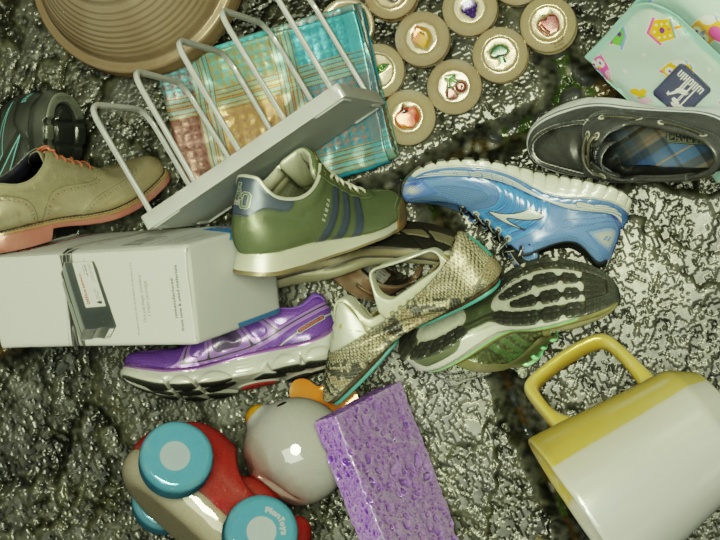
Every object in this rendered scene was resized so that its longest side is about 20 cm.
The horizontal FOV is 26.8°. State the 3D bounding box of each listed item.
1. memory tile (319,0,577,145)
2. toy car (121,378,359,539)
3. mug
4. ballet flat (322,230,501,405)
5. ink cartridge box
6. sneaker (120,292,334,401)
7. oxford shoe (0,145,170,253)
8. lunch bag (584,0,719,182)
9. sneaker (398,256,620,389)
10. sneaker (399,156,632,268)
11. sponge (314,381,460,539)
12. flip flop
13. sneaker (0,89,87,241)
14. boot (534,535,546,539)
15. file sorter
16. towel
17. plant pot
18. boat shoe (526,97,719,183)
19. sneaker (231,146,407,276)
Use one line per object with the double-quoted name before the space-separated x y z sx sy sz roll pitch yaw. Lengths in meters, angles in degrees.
"memory tile" 0.077 -0.219 1.343 0.200 0.017 0.153 -33 87 7
"toy car" -0.086 0.163 1.320 0.177 0.184 0.200 40 67 6
"mug" 0.235 0.147 1.269 0.153 0.149 0.187 -34 93 -1
"ballet flat" 0.026 0.032 1.282 0.200 0.068 0.075 -37 101 20
"ink cartridge box" -0.191 0.012 1.284 0.200 0.145 0.084 -2 98 26
"sneaker" -0.117 0.067 1.357 0.199 0.081 0.084 -12 72 1
"oxford shoe" -0.251 -0.075 1.310 0.070 0.200 0.075 6 113 45
"lunch bag" 0.309 -0.196 1.262 0.170 0.122 0.200 42 108 0
"sneaker" 0.137 0.052 1.303 0.200 0.089 0.077 -18 44 26
"sneaker" 0.130 -0.046 1.308 0.199 0.079 0.089 12 90 7
"sponge" 0.033 0.205 1.309 0.030 0.111 0.200 -22 88 34
"flip flop" 0.000 0.000 1.332 0.199 0.081 0.058 -10 108 8
"sneaker" -0.297 -0.065 1.379 0.079 0.075 0.201 5 92 29
"boot" 0.176 0.347 1.312 0.155 0.073 0.200 24 92 6
"file sorter" -0.107 -0.140 1.281 0.200 0.139 0.125 -33 85 14
"towel" -0.076 -0.143 1.352 0.200 0.022 0.147 -14 91 12
"plant pot" -0.207 -0.277 1.330 0.200 0.093 0.201 -1 85 12
"boat shoe" 0.220 -0.101 1.262 0.200 0.066 0.070 7 116 34
"sneaker" -0.033 -0.061 1.270 0.067 0.200 0.090 7 110 41
